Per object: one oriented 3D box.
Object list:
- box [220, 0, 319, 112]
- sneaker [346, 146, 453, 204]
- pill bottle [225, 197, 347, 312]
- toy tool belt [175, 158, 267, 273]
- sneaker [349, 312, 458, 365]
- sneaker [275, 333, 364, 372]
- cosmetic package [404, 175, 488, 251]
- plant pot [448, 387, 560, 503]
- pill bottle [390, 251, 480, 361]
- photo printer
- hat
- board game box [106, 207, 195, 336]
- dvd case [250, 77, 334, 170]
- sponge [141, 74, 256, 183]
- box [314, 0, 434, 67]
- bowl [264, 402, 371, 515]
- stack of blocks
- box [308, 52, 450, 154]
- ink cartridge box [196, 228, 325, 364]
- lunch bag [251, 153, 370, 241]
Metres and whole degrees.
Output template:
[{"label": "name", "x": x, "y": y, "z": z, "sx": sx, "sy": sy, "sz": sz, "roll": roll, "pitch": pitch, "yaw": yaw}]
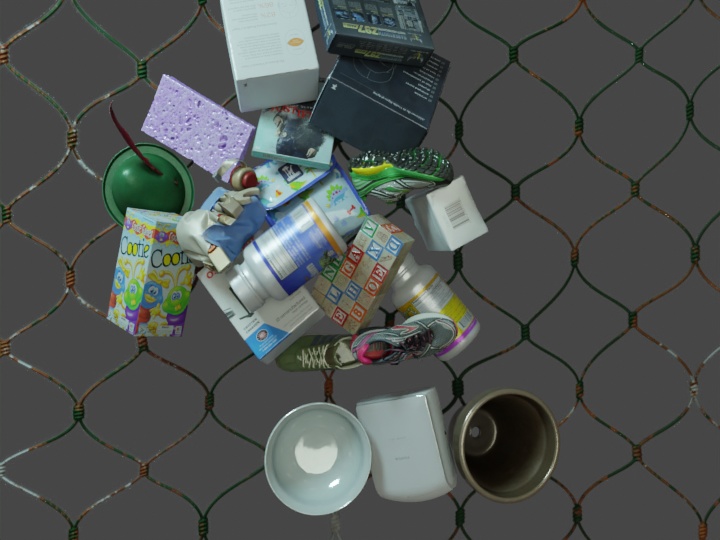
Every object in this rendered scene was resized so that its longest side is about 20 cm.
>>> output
[{"label": "box", "x": -0.164, "y": -0.408, "z": 1.616, "sx": 0.149, "sy": 0.107, "sz": 0.204, "roll": -10, "pitch": 71, "yaw": -7}, {"label": "sneaker", "x": 0.074, "y": -0.161, "z": 1.562, "sx": 0.078, "sy": 0.196, "sz": 0.087, "roll": -50, "pitch": 133, "yaw": -43}, {"label": "pill bottle", "x": -0.129, "y": -0.021, "z": 1.533, "sx": 0.199, "sy": 0.112, "sz": 0.113, "roll": -38, "pitch": 94, "yaw": -1}, {"label": "toy tool belt", "x": -0.215, "y": -0.088, "z": 1.546, "sx": 0.202, "sy": 0.121, "sz": 0.125, "roll": -57, "pitch": 136, "yaw": -17}, {"label": "sneaker", "x": 0.081, "y": 0.133, "z": 1.606, "sx": 0.195, "sy": 0.075, "sz": 0.082, "roll": -14, "pitch": 102, "yaw": -5}, {"label": "sneaker", "x": -0.061, "y": 0.151, "z": 1.670, "sx": 0.195, "sy": 0.090, "sz": 0.069, "roll": -7, "pitch": 92, "yaw": -7}, {"label": "cosmetic package", "x": 0.153, "y": -0.100, "z": 1.641, "sx": 0.080, "sy": 0.200, "sz": 0.115, "roll": -26, "pitch": 97, "yaw": -5}, {"label": "plant pot", "x": 0.241, "y": 0.311, "z": 1.659, "sx": 0.195, "sy": 0.174, "sz": 0.206, "roll": 1, "pitch": 88, "yaw": -17}, {"label": "pill bottle", "x": 0.127, "y": 0.063, "z": 1.686, "sx": 0.104, "sy": 0.104, "sz": 0.201, "roll": -41, "pitch": 94, "yaw": -5}, {"label": "photo printer", "x": 0.087, "y": 0.328, "z": 1.669, "sx": 0.163, "sy": 0.069, "sz": 0.205, "roll": -12, "pitch": 93, "yaw": 27}, {"label": "hat", "x": -0.392, "y": -0.155, "z": 1.582, "sx": 0.199, "sy": 0.176, "sz": 0.167, "roll": 37, "pitch": 86, "yaw": -6}, {"label": "board game box", "x": -0.363, "y": 0.004, "z": 1.591, "sx": 0.104, "sy": 0.102, "sz": 0.205, "roll": 4, "pitch": 102, "yaw": -46}, {"label": "dvd case", "x": -0.112, "y": -0.278, "z": 1.641, "sx": 0.142, "sy": 0.022, "sz": 0.203, "roll": 10, "pitch": 56, "yaw": -2}, {"label": "sponge", "x": -0.295, "y": -0.258, "z": 1.635, "sx": 0.198, "sy": 0.030, "sz": 0.113, "roll": 31, "pitch": 103, "yaw": 7}, {"label": "box", "x": 0.021, "y": -0.444, "z": 1.587, "sx": 0.196, "sy": 0.051, "sz": 0.161, "roll": 1, "pitch": 57, "yaw": -26}, {"label": "bowl", "x": -0.081, "y": 0.340, "z": 1.668, "sx": 0.196, "sy": 0.090, "sz": 0.206, "roll": 0, "pitch": 91, "yaw": -7}, {"label": "stack of blocks", "x": 0.000, "y": 0.000, "z": 1.638, "sx": 0.114, "sy": 0.058, "sz": 0.202, "roll": 35, "pitch": 111, "yaw": 17}, {"label": "box", "x": 0.037, "y": -0.321, "z": 1.621, "sx": 0.197, "sy": 0.125, "sz": 0.199, "roll": 27, "pitch": 49, "yaw": -6}, {"label": "ink cartridge box", "x": -0.180, "y": 0.043, "z": 1.627, "sx": 0.145, "sy": 0.084, "sz": 0.201, "roll": -40, "pitch": 78, "yaw": -2}, {"label": "lunch bag", "x": -0.100, "y": -0.131, "z": 1.652, "sx": 0.168, "sy": 0.128, "sz": 0.202, "roll": -32, "pitch": 85, "yaw": -8}]
